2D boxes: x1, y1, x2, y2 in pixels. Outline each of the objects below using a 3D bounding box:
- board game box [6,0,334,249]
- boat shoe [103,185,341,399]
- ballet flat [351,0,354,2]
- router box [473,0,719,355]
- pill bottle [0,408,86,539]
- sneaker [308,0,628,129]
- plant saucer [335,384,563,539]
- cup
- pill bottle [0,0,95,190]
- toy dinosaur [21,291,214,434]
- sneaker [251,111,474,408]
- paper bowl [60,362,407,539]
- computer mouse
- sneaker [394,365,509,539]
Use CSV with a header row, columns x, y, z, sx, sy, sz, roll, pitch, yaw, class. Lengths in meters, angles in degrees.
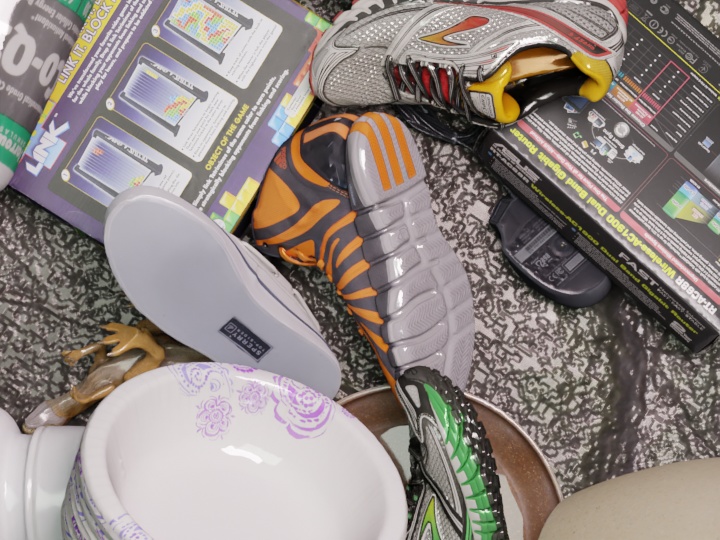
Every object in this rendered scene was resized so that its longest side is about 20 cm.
x,y,z,sx,sy,sz,roll,pitch,yaw,class
-0.123,-0.105,1.715,0.165,0.057,0.200,33,88,5,board game box
-0.090,0.012,1.652,0.073,0.065,0.200,-34,122,11,boat shoe
0.030,-0.177,1.701,0.200,0.068,0.068,39,67,-30,ballet flat
0.194,-0.068,1.687,0.200,0.062,0.150,42,73,4,router box
-0.268,0.142,1.667,0.199,0.120,0.120,-2,87,5,pill bottle
0.063,-0.130,1.628,0.199,0.078,0.082,-9,49,15,sneaker
0.033,0.172,1.706,0.200,0.037,0.201,0,88,1,plant saucer
0.186,0.201,1.639,0.143,0.200,0.201,11,87,27,cup
-0.249,-0.117,1.645,0.113,0.113,0.200,24,84,2,pill bottle
-0.123,0.057,1.709,0.199,0.106,0.061,-11,50,3,toy dinosaur
0.000,0.000,1.686,0.112,0.078,0.201,-8,99,41,sneaker
-0.080,0.156,1.595,0.200,0.201,0.105,22,128,2,paper bowl
0.087,-0.053,1.722,0.059,0.034,0.200,-38,81,-15,computer mouse
0.047,0.156,1.634,0.085,0.078,0.201,-9,103,5,sneaker
